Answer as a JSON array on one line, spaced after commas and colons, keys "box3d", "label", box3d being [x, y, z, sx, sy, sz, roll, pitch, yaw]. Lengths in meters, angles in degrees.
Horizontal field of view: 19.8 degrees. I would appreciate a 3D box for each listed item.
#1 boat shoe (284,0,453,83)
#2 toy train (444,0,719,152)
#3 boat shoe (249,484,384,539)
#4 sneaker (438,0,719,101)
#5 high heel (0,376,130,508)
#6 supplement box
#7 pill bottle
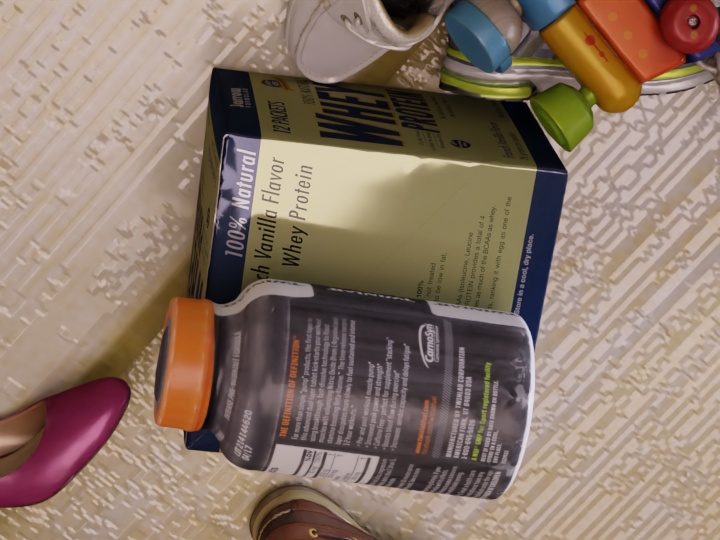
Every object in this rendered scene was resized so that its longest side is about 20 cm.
[{"box3d": [0.015, -0.158, 1.169, 0.070, 0.070, 0.200, 12, 145, -25], "label": "boat shoe"}, {"box3d": [0.147, -0.109, 1.162, 0.116, 0.085, 0.200, -41, 99, -5], "label": "toy train"}, {"box3d": [0.015, 0.215, 1.360, 0.199, 0.068, 0.072, 30, 105, -17], "label": "boat shoe"}, {"box3d": [0.145, -0.149, 1.232, 0.199, 0.074, 0.081, -5, 109, -6], "label": "sneaker"}, {"box3d": [-0.242, 0.109, 1.285, 0.200, 0.068, 0.096, -36, 122, 11], "label": "high heel"}, {"box3d": [0.000, 0.000, 1.237, 0.198, 0.134, 0.201, 5, 111, -9], "label": "supplement box"}, {"box3d": [-0.012, 0.062, 1.130, 0.199, 0.106, 0.107, 8, 110, -11], "label": "pill bottle"}]
